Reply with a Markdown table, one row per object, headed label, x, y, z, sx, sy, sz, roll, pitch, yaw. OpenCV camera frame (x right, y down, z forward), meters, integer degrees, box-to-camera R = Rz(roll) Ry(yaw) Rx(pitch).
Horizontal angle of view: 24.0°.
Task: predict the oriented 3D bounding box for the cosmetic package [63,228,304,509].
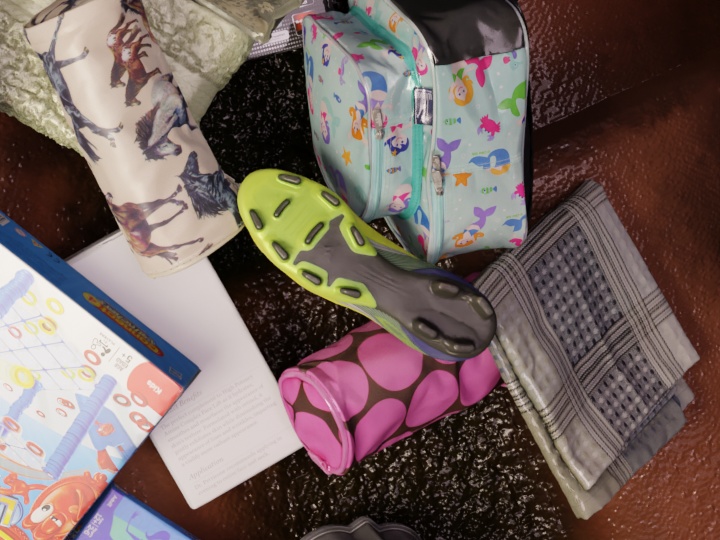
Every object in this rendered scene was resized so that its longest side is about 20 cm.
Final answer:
| label | x | y | z | sx | sy | sz | roll | pitch | yaw |
| --- | --- | --- | --- | --- | --- | --- | --- | --- | --- |
| cosmetic package | -0.129 | 0.060 | 1.215 | 0.102 | 0.074 | 0.200 | -29 | 96 | -10 |

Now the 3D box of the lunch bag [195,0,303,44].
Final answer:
| label | x | y | z | sx | sy | sz | roll | pitch | yaw |
| --- | --- | --- | --- | --- | --- | --- | --- | --- | --- |
| lunch bag | -0.100 | -0.277 | 1.129 | 0.200 | 0.118 | 0.164 | 31 | 72 | -12 |

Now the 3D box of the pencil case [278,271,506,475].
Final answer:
| label | x | y | z | sx | sy | sz | roll | pitch | yaw |
| --- | --- | --- | --- | --- | --- | --- | --- | --- | --- |
| pencil case | 0.036 | 0.077 | 1.212 | 0.200 | 0.091 | 0.094 | -23 | 130 | -33 |

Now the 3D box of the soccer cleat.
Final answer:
| label | x | y | z | sx | sy | sz | roll | pitch | yaw |
| --- | --- | --- | --- | --- | --- | --- | --- | --- | --- |
| soccer cleat | 0.000 | 0.001 | 1.141 | 0.200 | 0.084 | 0.065 | 32 | 81 | -8 |

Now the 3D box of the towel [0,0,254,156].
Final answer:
| label | x | y | z | sx | sy | sz | roll | pitch | yaw |
| --- | --- | --- | --- | --- | --- | --- | --- | --- | --- |
| towel | -0.188 | -0.157 | 1.167 | 0.200 | 0.036 | 0.148 | 31 | 87 | -12 |

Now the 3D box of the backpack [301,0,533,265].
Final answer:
| label | x | y | z | sx | sy | sz | roll | pitch | yaw |
| --- | --- | --- | --- | --- | --- | --- | --- | --- | --- |
| backpack | 0.045 | -0.103 | 1.187 | 0.151 | 0.178 | 0.200 | -18 | 121 | -11 |

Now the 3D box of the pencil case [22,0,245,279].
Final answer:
| label | x | y | z | sx | sy | sz | roll | pitch | yaw |
| --- | --- | --- | --- | --- | --- | --- | --- | --- | --- |
| pencil case | -0.146 | -0.100 | 1.122 | 0.089 | 0.078 | 0.200 | -32 | 105 | -27 |

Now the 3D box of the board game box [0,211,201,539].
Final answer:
| label | x | y | z | sx | sy | sz | roll | pitch | yaw |
| --- | --- | --- | --- | --- | --- | --- | --- | --- | --- |
| board game box | -0.248 | 0.085 | 1.154 | 0.200 | 0.056 | 0.196 | 38 | 103 | -3 |

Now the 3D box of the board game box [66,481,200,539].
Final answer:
| label | x | y | z | sx | sy | sz | roll | pitch | yaw |
| --- | --- | --- | --- | --- | --- | --- | --- | --- | --- |
| board game box | -0.144 | 0.270 | 1.232 | 0.200 | 0.045 | 0.152 | 35 | 84 | -13 |

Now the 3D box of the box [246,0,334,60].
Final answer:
| label | x | y | z | sx | sy | sz | roll | pitch | yaw |
| --- | --- | --- | --- | --- | --- | --- | --- | --- | --- |
| box | -0.131 | -0.221 | 1.217 | 0.200 | 0.044 | 0.160 | -15 | 97 | -11 |

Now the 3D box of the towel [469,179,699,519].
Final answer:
| label | x | y | z | sx | sy | sz | roll | pitch | yaw |
| --- | --- | --- | --- | --- | --- | --- | --- | --- | --- |
| towel | 0.173 | 0.055 | 1.248 | 0.193 | 0.035 | 0.200 | -38 | 105 | -46 |

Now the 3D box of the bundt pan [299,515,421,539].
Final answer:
| label | x | y | z | sx | sy | sz | roll | pitch | yaw |
| --- | --- | --- | --- | --- | --- | --- | --- | --- | --- |
| bundt pan | 0.003 | 0.284 | 1.214 | 0.202 | 0.076 | 0.202 | -9 | 108 | -29 |
